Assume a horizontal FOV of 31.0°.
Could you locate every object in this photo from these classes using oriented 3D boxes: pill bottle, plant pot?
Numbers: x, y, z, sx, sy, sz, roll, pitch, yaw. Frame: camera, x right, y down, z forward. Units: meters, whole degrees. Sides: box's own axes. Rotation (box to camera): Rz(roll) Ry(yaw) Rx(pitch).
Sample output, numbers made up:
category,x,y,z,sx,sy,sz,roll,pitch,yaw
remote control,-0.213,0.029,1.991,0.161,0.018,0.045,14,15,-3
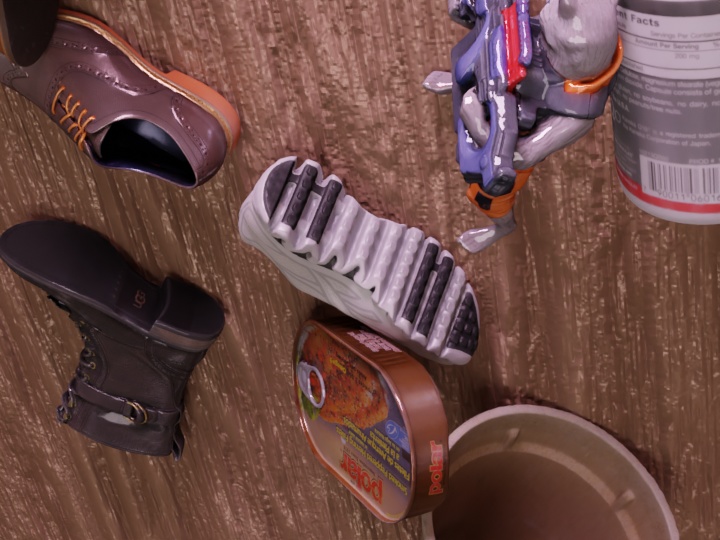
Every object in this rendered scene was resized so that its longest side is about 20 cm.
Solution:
category,x,y,z,sx,sy,sz,roll,pitch,yaw
pill bottle,0.190,-0.138,0.715,0.112,0.114,0.202,0,125,18
plant pot,0.113,0.235,0.988,0.198,0.202,0.184,24,141,-1

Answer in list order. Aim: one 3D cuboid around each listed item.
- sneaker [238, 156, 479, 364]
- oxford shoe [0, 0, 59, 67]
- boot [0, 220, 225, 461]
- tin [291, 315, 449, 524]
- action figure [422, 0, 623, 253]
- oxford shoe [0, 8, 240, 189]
category,x,y,z,sx,sy,sz,roll,pitch,yaw
sneaker,0.000,0.000,0.917,0.199,0.076,0.081,37,148,-14
oxford shoe,-0.235,-0.230,0.819,0.070,0.071,0.203,6,116,19
boot,-0.211,0.067,1.028,0.198,0.070,0.175,27,129,-6
tin,0.004,0.102,0.922,0.041,0.200,0.114,-5,108,-26
action figure,0.095,-0.122,0.748,0.103,0.203,0.193,6,163,-14
oxford shoe,-0.181,-0.117,0.877,0.198,0.073,0.072,23,130,1
